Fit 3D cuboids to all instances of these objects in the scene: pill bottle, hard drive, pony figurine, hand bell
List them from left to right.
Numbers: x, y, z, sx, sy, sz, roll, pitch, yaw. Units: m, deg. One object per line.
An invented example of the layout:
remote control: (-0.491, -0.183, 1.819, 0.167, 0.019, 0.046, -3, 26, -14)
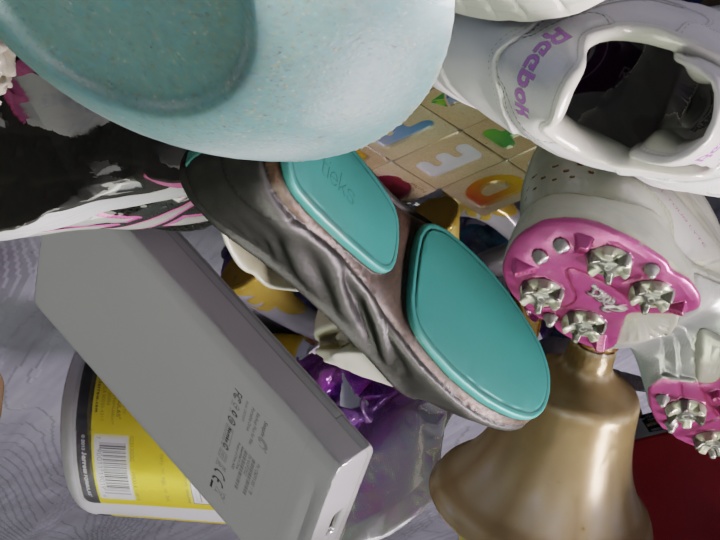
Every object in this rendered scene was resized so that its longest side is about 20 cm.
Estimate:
hard drive: (-0.078, 0.046, 1.004, 0.026, 0.200, 0.132, -32, 158, -29)
pill bottle: (-0.065, 0.091, 1.254, 0.199, 0.112, 0.112, 3, 161, 11)
pony figurine: (0.022, 0.033, 1.033, 0.193, 0.167, 0.200, -15, 139, 29)
hand bell: (0.103, 0.021, 0.925, 0.104, 0.104, 0.201, 11, 117, -6)

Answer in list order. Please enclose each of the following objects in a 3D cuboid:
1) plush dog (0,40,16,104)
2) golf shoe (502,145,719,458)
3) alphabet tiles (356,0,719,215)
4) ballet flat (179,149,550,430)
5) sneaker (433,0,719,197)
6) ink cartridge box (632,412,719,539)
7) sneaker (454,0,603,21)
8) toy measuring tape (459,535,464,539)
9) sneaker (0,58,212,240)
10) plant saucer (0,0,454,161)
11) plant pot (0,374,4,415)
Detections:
plush dog: (-0.254, -0.081, 0.792, 0.199, 0.161, 0.172, -6, 132, 27)
golf shoe: (0.131, 0.006, 0.855, 0.075, 0.092, 0.200, -20, 139, 30)
alphabet tiles: (0.055, -0.072, 0.815, 0.200, 0.006, 0.166, -23, 149, 29)
ballet flat: (0.000, 0.000, 0.860, 0.068, 0.068, 0.200, -12, 137, 34)
sneaker: (0.113, -0.052, 0.739, 0.199, 0.075, 0.100, 8, -159, -34)
ink cartridge box: (0.226, 0.094, 1.048, 0.199, 0.084, 0.176, -15, 179, 4)
sneaker: (-0.012, -0.124, 0.681, 0.199, 0.079, 0.089, -6, 144, 24)
toy measuring tape: (0.067, 0.144, 0.988, 0.073, 0.200, 0.074, 12, 123, 19)
sneaker: (-0.104, -0.041, 0.925, 0.199, 0.081, 0.086, -1, 162, 24)
plant saucer: (-0.069, -0.100, 0.649, 0.200, 0.039, 0.201, 21, 142, 18)
plant pot: (-0.287, 0.027, 1.165, 0.200, 0.093, 0.201, 6, 161, 2)
